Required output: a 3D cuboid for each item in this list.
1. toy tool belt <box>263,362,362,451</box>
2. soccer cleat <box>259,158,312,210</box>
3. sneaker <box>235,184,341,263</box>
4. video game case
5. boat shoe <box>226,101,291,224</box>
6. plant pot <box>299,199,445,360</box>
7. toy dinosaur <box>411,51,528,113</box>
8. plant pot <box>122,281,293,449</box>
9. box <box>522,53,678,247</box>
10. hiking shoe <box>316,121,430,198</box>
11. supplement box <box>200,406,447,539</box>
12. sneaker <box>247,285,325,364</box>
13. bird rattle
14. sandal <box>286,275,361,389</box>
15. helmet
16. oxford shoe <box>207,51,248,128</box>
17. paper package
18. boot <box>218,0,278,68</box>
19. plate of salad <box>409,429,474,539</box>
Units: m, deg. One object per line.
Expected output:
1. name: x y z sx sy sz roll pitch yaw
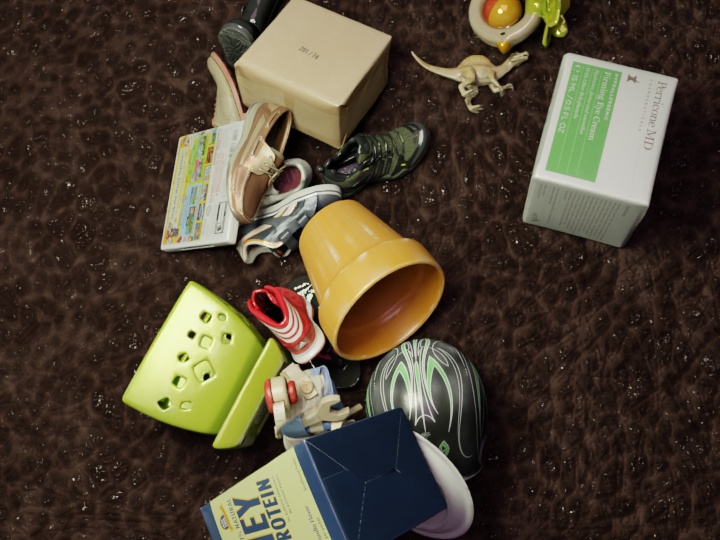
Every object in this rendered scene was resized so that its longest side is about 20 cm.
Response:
1. toy tool belt: -0.062 0.185 1.170 0.120 0.201 0.128 -12 66 -1
2. soccer cleat: -0.172 -0.132 1.358 0.196 0.086 0.071 -25 96 2
3. sneaker: -0.114 -0.071 1.347 0.196 0.078 0.081 -21 69 15
4. video game case: -0.255 -0.137 1.366 0.179 0.023 0.206 -4 74 41
5. boat shoe: -0.155 -0.172 1.287 0.070 0.076 0.205 3 74 27
6. plant pot: 0.000 0.000 1.265 0.199 0.201 0.184 -37 58 -2
7. toy dinosaur: 0.184 -0.321 1.381 0.194 0.059 0.103 -3 61 0
8. plant pot: -0.213 0.159 1.251 0.178 0.199 0.203 27 81 7
9. box: 0.351 -0.173 1.234 0.167 0.200 0.204 15 78 10
10. hiking shoe: 0.025 -0.186 1.339 0.197 0.101 0.077 -30 74 1
11. supplement box: -0.042 0.282 0.984 0.199 0.198 0.137 -37 71 32
12. sneaker: -0.124 0.048 1.243 0.078 0.116 0.199 -42 32 -7
13. bird rattle: 0.250 -0.452 1.367 0.162 0.113 0.201 -41 72 3
14. sandal: -0.065 0.099 1.314 0.074 0.045 0.203 -29 74 1
15. helmet: 0.095 0.199 1.201 0.194 0.200 0.196 -9 92 6
16. oxford shoe: -0.231 -0.282 1.420 0.074 0.070 0.204 -27 73 7
17. paper package: -0.073 -0.330 1.361 0.197 0.104 0.192 26 61 14
18. boot: -0.171 -0.458 1.408 0.064 0.165 0.204 24 80 -6
19. plate of salad: 0.066 0.272 1.095 0.198 0.202 0.048 34 48 15
